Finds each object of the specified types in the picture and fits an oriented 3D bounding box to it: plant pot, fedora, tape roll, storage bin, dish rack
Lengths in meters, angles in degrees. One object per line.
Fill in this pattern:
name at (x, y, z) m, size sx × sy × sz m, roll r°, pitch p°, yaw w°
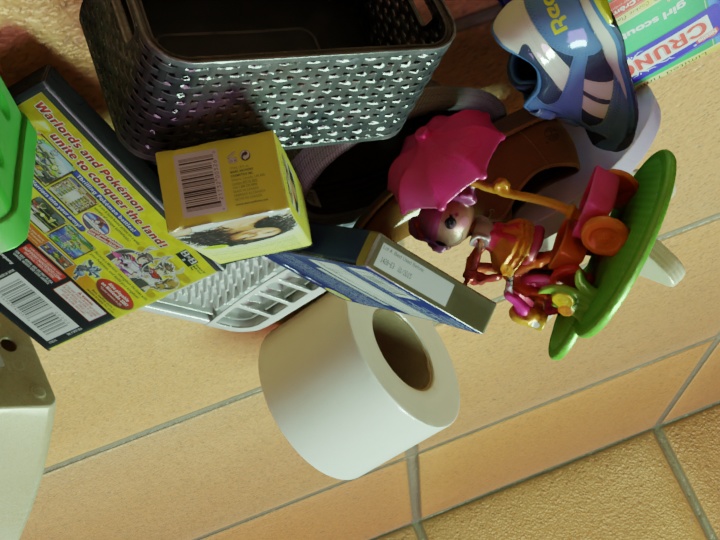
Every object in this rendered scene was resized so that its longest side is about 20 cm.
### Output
plant pot at (-0.379, 0.119, 0.930) m, size 0.200 × 0.200 × 0.177 m, roll 5°, pitch 134°, yaw -47°
fedora at (0.009, -0.117, 0.871) m, size 0.199 × 0.090 × 0.177 m, roll -18°, pitch 159°, yaw -28°
tape roll at (0.000, 0.121, 1.237) m, size 0.139 × 0.203 × 0.202 m, roll -35°, pitch 154°, yaw 25°
storage bin at (-0.060, -0.155, 0.669) m, size 0.199 × 0.136 × 0.094 m, roll -9°, pitch 153°, yaw -28°
dish rack at (-0.137, -0.005, 0.978) m, size 0.200 × 0.044 × 0.171 m, roll 15°, pitch 149°, yaw -35°

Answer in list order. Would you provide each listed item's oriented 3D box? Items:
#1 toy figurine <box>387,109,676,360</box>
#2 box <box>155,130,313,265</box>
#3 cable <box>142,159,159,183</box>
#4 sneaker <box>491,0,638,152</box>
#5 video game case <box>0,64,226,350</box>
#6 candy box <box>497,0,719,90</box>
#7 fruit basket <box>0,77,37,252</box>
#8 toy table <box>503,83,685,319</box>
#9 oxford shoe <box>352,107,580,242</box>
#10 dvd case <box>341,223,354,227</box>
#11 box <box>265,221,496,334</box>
toy figurine at (0.106, -0.039, 0.809) m, size 0.184 × 0.150 × 0.200 m, roll 24°, pitch 139°, yaw 0°
box at (-0.076, -0.041, 0.702) m, size 0.075 × 0.050 × 0.200 m, roll -11°, pitch 176°, yaw 2°
cable at (-0.192, -0.031, 0.835) m, size 0.199 × 0.051 × 0.164 m, roll 3°, pitch 131°, yaw -9°
sneaker at (0.151, -0.145, 0.783) m, size 0.082 × 0.074 × 0.200 m, roll -22°, pitch 150°, yaw 12°
video game case at (-0.227, -0.035, 0.786) m, size 0.180 × 0.026 × 0.200 m, roll -23°, pitch 130°, yaw 22°
candy box at (0.203, -0.217, 0.847) m, size 0.169 × 0.077 × 0.200 m, roll -28°, pitch 157°, yaw 14°
fruit basket at (-0.300, -0.041, 0.661) m, size 0.215 × 0.156 × 0.216 m, roll -7°, pitch 131°, yaw -8°
toy table at (0.197, -0.057, 0.942) m, size 0.200 × 0.184 × 0.117 m, roll -37°, pitch 121°, yaw -3°
oxford shoe at (0.085, -0.060, 0.874) m, size 0.200 × 0.071 × 0.071 m, roll -29°, pitch 163°, yaw 6°
dvd case at (0.025, -0.083, 1.043) m, size 0.199 × 0.025 × 0.150 m, roll -14°, pitch 156°, yaw -17°
box at (0.000, 0.000, 0.849) m, size 0.121 × 0.032 × 0.200 m, roll 30°, pitch 169°, yaw -31°
